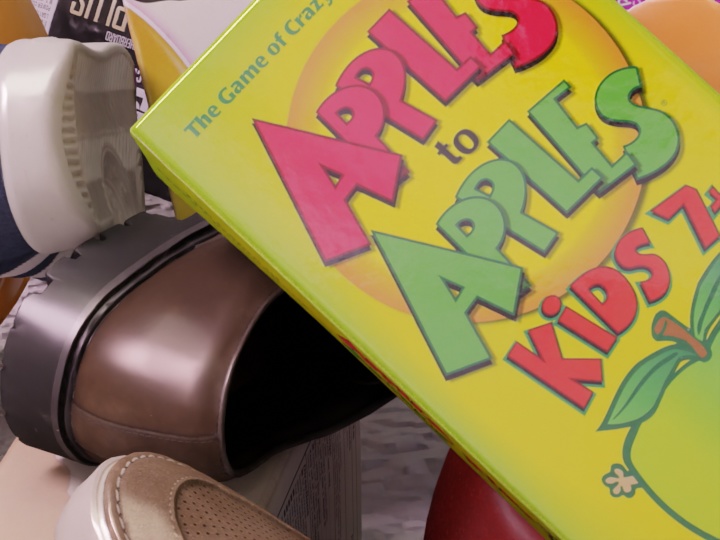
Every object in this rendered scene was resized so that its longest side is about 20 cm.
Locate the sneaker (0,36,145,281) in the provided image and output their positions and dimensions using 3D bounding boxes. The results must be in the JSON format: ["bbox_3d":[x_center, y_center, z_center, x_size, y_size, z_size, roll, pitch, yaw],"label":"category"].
[{"bbox_3d":[-0.108,-0.029,0.790,0.084,0.075,0.200,-7,-6,3],"label":"sneaker"}]

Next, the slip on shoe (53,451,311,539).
[{"bbox_3d":[0.023,0.100,0.622,0.200,0.061,0.076,41,25,5],"label":"slip on shoe"}]

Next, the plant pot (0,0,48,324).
[{"bbox_3d":[-0.198,0.000,0.856,0.199,0.201,0.184,-1,40,1],"label":"plant pot"}]

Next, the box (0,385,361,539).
[{"bbox_3d":[-0.054,0.088,0.741,0.077,0.095,0.200,3,23,10],"label":"box"}]

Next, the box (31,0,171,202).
[{"bbox_3d":[-0.046,-0.072,1.004,0.199,0.086,0.164,21,8,25],"label":"box"}]

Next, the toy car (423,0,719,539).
[{"bbox_3d":[0.101,0.027,0.732,0.176,0.201,0.184,4,25,13],"label":"toy car"}]

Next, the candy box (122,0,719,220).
[{"bbox_3d":[0.040,-0.044,0.857,0.199,0.137,0.061,-14,6,7],"label":"candy box"}]

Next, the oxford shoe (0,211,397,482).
[{"bbox_3d":[0.000,0.000,0.744,0.084,0.073,0.200,18,42,30],"label":"oxford shoe"}]

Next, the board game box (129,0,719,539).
[{"bbox_3d":[0.053,0.002,0.655,0.200,0.102,0.048,43,-4,9],"label":"board game box"}]
